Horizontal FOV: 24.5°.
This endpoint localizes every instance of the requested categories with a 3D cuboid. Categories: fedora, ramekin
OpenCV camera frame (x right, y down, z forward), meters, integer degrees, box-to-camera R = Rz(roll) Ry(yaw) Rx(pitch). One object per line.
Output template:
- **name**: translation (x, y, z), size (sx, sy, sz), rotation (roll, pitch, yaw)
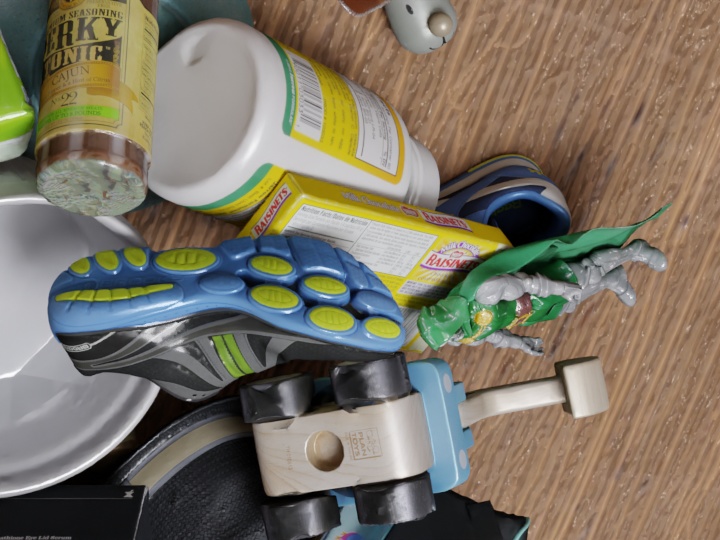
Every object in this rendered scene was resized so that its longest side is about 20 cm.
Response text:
- **fedora**: translation (-0.098, 0.183, 1.091), size (0.200, 0.092, 0.201), rotation (-30, 142, -27)
- **ramekin**: translation (-0.220, 0.025, 0.983), size (0.200, 0.105, 0.200), rotation (-13, 122, -22)

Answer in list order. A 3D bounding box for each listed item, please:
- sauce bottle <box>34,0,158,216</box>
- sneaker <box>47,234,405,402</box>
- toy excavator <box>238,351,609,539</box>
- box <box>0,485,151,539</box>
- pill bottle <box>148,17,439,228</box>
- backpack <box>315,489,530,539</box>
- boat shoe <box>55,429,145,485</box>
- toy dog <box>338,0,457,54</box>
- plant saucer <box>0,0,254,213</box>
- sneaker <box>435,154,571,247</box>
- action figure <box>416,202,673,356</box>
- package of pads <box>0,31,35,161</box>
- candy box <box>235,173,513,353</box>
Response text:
- **sauce bottle**: translation (-0.146, -0.130, 0.930), size (0.065, 0.065, 0.200), rotation (14, 58, -28)
- **sneaker**: translation (-0.074, 0.030, 0.936), size (0.199, 0.071, 0.083), rotation (-1, 136, 1)
- **toy excavator**: translation (0.044, 0.093, 1.059), size (0.194, 0.200, 0.100), rotation (-12, 91, 23)
- **box**: translation (-0.228, 0.192, 0.959), size (0.200, 0.141, 0.079), rotation (0, 118, 1)
- **pill bottle**: translation (-0.039, -0.072, 1.025), size (0.200, 0.113, 0.113), rotation (20, 100, -52)
- **backpack**: translation (0.021, 0.252, 1.097), size (0.200, 0.153, 0.176), rotation (86, 27, -44)
- **boat shoe**: translation (-0.242, 0.124, 1.065), size (0.200, 0.063, 0.073), rotation (-5, 134, -20)
- **toy dog**: translation (0.016, -0.223, 1.026), size (0.200, 0.096, 0.132), rotation (34, 93, -30)
- **plant saucer**: translation (-0.153, -0.124, 1.019), size (0.201, 0.039, 0.201), rotation (-8, 111, -22)
- **sneaker**: translation (0.056, -0.011, 1.131), size (0.200, 0.082, 0.074), rotation (-32, 121, -10)
- **action figure**: translation (0.113, 0.017, 1.084), size (0.200, 0.055, 0.118), rotation (-15, 150, -36)
- **package of pads**: translation (-0.296, -0.113, 0.903), size (0.200, 0.068, 0.155), rotation (-18, 76, -17)
- **candy box**: translation (0.000, 0.000, 1.024), size (0.200, 0.026, 0.102), rotation (12, 124, -47)
